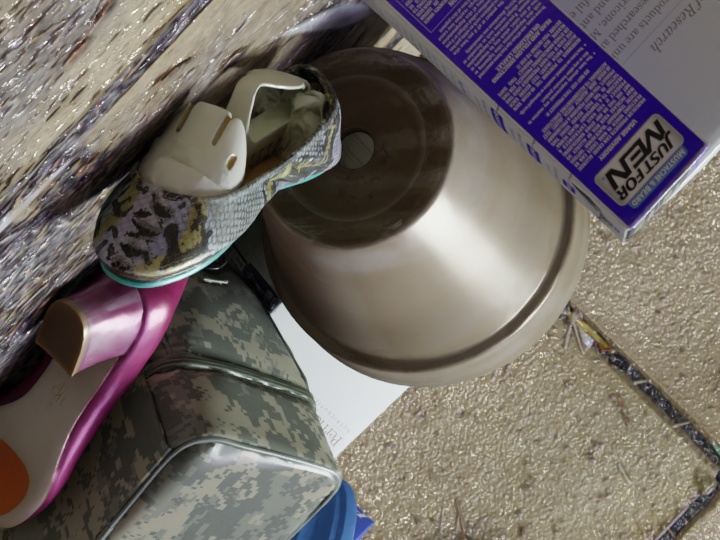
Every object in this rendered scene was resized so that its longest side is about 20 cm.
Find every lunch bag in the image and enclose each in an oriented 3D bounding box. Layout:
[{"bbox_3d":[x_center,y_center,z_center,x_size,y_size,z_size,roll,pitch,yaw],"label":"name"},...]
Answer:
[{"bbox_3d":[-0.123,0.102,1.417,0.139,0.168,0.200,14,129,-41],"label":"lunch bag"}]

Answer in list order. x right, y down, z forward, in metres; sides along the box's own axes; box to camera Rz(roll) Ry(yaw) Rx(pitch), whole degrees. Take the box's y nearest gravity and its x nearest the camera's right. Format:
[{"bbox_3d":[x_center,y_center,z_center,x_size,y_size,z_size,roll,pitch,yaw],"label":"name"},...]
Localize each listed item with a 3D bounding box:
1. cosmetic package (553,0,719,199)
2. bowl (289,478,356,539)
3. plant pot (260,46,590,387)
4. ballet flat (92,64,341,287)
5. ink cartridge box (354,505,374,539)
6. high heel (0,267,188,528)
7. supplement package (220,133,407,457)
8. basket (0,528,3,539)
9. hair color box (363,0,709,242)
[{"bbox_3d":[0.167,-0.168,1.402,0.166,0.200,0.167,-48,175,19],"label":"cosmetic package"},{"bbox_3d":[-0.078,0.208,1.483,0.201,0.039,0.201,-49,-162,22],"label":"bowl"},{"bbox_3d":[0.018,-0.047,1.369,0.200,0.200,0.174,-46,157,1],"label":"plant pot"},{"bbox_3d":[-0.069,-0.059,1.176,0.072,0.072,0.200,-50,174,35],"label":"ballet flat"},{"bbox_3d":[-0.084,0.137,1.716,0.044,0.200,0.094,-47,174,12],"label":"ink cartridge box"},{"bbox_3d":[-0.159,0.067,1.344,0.096,0.067,0.200,-27,150,-45],"label":"high heel"},{"bbox_3d":[0.000,0.000,1.538,0.200,0.117,0.117,-44,-149,2],"label":"supplement package"},{"bbox_3d":[-0.194,0.179,1.584,0.136,0.123,0.200,-48,174,28],"label":"basket"},{"bbox_3d":[0.084,-0.105,1.214,0.065,0.200,0.109,-45,175,2],"label":"hair color box"}]
